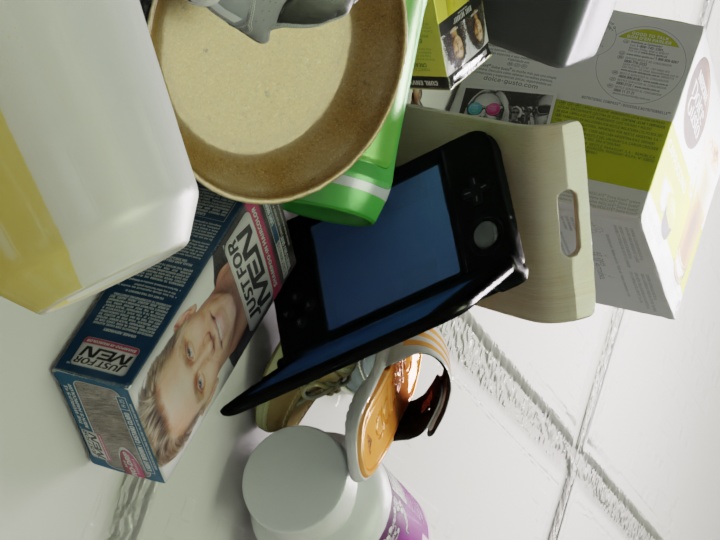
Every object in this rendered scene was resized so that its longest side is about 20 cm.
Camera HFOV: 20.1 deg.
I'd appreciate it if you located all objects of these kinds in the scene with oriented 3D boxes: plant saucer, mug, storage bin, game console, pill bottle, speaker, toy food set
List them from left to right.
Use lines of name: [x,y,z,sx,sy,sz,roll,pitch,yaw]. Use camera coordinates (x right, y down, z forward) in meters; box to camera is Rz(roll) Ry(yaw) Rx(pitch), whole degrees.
mug: [-0.170,-0.056,1.010,0.154,0.186,0.149,64,17,0]
plant saucer: [-0.059,-0.144,1.290,0.199,0.035,0.202,-11,109,-34]
pill bottle: [-0.020,0.190,1.563,0.113,0.111,0.200,-70,156,-17]
speaker: [-0.006,-0.136,1.392,0.088,0.088,0.202,27,73,-66]
game console: [0.000,0.000,1.379,0.116,0.199,0.177,28,45,-52]
toy food set: [0.091,-0.052,1.484,0.060,0.199,0.145,-20,113,-37]
storage bin: [0.117,-0.246,1.577,0.145,0.199,0.135,-27,135,-61]

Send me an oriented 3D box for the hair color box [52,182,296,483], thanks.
hair color box: [-0.116,0.028,1.327,0.201,0.060,0.100,-60,151,-34]

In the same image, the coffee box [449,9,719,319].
coffee box: [0.201,-0.103,1.814,0.200,0.199,0.199,60,47,-58]

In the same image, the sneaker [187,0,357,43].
sneaker: [-0.019,-0.222,1.227,0.200,0.075,0.115,-48,135,6]

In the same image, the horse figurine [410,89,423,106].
horse figurine: [0.030,-0.092,1.620,0.200,0.050,0.134,-42,133,-56]

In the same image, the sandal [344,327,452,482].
sandal: [0.038,0.097,1.521,0.207,0.059,0.080,-63,151,-59]

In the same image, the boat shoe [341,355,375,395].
boat shoe: [0.007,0.039,1.613,0.201,0.061,0.073,75,34,-48]

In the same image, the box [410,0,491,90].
box: [0.047,-0.239,1.495,0.075,0.050,0.201,-41,128,-47]

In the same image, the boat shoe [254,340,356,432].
boat shoe: [-0.011,0.045,1.505,0.201,0.063,0.073,-58,167,12]

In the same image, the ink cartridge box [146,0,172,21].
ink cartridge box: [-0.098,-0.236,1.282,0.200,0.050,0.161,-51,150,-13]
